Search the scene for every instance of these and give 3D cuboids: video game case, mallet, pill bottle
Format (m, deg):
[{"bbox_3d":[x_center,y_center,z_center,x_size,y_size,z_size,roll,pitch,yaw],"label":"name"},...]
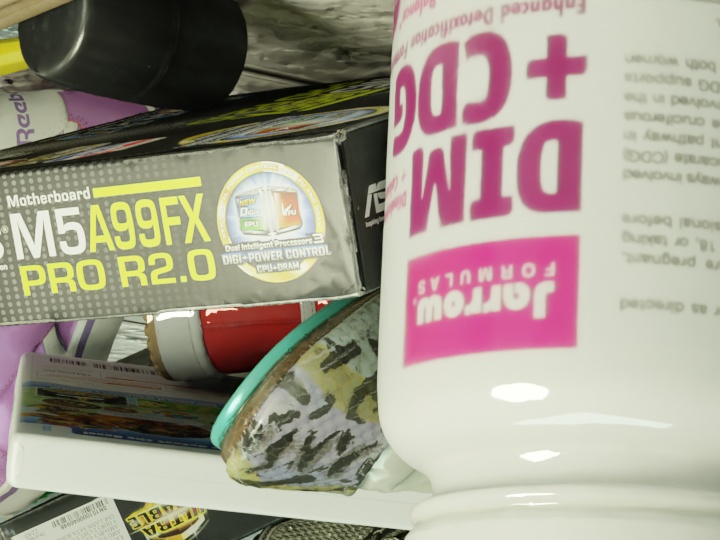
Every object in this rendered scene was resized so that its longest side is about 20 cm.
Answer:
[{"bbox_3d":[-0.043,0.054,0.761,0.143,0.018,0.200,7,-177,-8],"label":"video game case"},{"bbox_3d":[-0.111,-0.069,0.765,0.066,0.041,0.200,8,173,-33],"label":"mallet"},{"bbox_3d":[0.062,-0.005,0.571,0.113,0.200,0.113,2,165,1],"label":"pill bottle"}]

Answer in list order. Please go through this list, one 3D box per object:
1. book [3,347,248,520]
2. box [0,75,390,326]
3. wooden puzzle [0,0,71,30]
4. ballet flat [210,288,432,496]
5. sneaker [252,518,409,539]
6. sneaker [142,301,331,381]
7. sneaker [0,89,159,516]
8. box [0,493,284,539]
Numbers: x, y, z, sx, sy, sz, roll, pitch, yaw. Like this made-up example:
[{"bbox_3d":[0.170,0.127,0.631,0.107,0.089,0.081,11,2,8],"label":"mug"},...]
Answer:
[{"bbox_3d":[-0.070,0.046,1.036,0.200,0.048,0.134,-24,171,-17],"label":"book"},{"bbox_3d":[-0.029,-0.027,0.697,0.160,0.044,0.200,-5,-171,28],"label":"box"},{"bbox_3d":[-0.164,-0.103,0.624,0.185,0.037,0.200,14,161,-35],"label":"wooden puzzle"},{"bbox_3d":[0.024,0.028,0.672,0.072,0.072,0.200,0,-167,19],"label":"ballet flat"},{"bbox_3d":[0.050,0.119,0.933,0.200,0.078,0.085,2,146,13],"label":"sneaker"},{"bbox_3d":[0.000,0.000,0.863,0.112,0.071,0.200,-4,-170,13],"label":"sneaker"},{"bbox_3d":[-0.150,0.011,0.867,0.114,0.073,0.201,4,127,-34],"label":"sneaker"},{"bbox_3d":[-0.077,0.096,0.950,0.159,0.046,0.200,-24,177,-16],"label":"box"}]
